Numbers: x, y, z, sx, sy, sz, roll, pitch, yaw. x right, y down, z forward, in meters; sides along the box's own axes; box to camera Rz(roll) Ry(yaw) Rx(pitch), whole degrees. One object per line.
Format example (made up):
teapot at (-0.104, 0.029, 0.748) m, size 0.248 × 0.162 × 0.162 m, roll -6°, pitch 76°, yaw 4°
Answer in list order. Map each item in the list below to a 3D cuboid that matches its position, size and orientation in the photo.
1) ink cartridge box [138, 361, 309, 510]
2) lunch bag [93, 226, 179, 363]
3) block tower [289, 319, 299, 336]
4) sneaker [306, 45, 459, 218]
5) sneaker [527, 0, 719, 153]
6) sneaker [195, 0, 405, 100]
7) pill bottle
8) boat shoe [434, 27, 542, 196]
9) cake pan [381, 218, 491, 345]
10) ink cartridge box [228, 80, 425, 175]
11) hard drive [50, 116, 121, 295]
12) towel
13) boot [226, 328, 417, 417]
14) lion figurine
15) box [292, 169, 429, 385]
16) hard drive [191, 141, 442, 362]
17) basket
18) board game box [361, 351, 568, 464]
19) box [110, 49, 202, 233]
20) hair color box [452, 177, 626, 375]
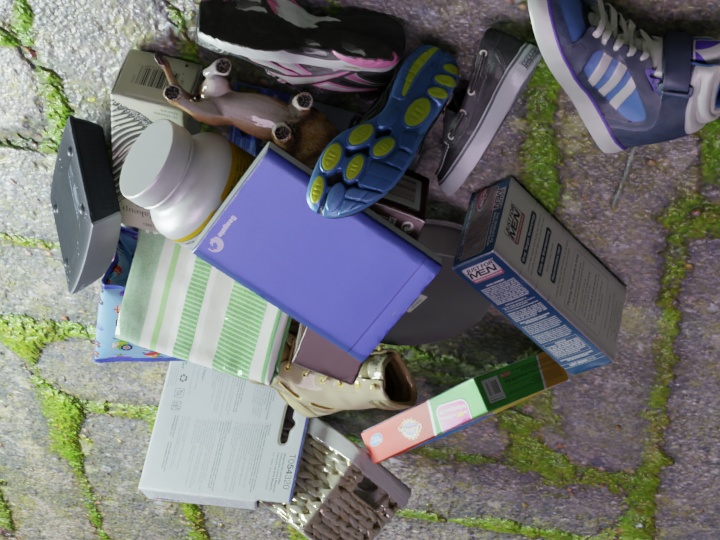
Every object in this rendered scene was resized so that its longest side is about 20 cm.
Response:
ink cartridge box at (-0.150, 0.185, 1.831) m, size 0.198 × 0.198 × 0.043 m, roll 4°, pitch 153°, yaw 17°
lunch bag at (-0.203, 0.043, 1.778) m, size 0.198 × 0.095 × 0.151 m, roll 9°, pitch 141°, yaw -7°
block tower at (-0.062, 0.007, 1.696) m, size 0.057 × 0.054 × 0.201 m, roll 17°, pitch 142°, yaw -2°
sneaker at (0.024, -0.118, 1.401) m, size 0.070 × 0.200 × 0.083 m, roll 34°, pitch 157°, yaw 7°
sneaker at (0.244, -0.196, 1.323) m, size 0.145 × 0.081 × 0.201 m, roll -18°, pitch 128°, yaw 25°
sneaker at (-0.061, -0.198, 1.423) m, size 0.198 × 0.081 × 0.087 m, roll 15°, pitch 144°, yaw 4°
pill bottle at (-0.133, -0.065, 1.502) m, size 0.199 × 0.113 × 0.112 m, roll 31°, pitch 141°, yaw -34°
boat shoe at (0.109, -0.150, 1.438) m, size 0.056 × 0.069 × 0.201 m, roll 33°, pitch 139°, yaw 3°
cake pan at (0.055, 0.019, 1.638) m, size 0.198 × 0.037 × 0.201 m, roll -3°, pitch 144°, yaw -2°
ink cartridge box at (-0.041, -0.116, 1.550) m, size 0.198 × 0.042 × 0.120 m, roll 17°, pitch 142°, yaw 2°
hard drive at (-0.293, -0.067, 1.622) m, size 0.042 × 0.136 × 0.200 m, roll -8°, pitch 161°, yaw -20°
towel at (-0.164, 0.028, 1.644) m, size 0.198 × 0.154 × 0.023 m, roll 16°, pitch -173°, yaw 19°
boot at (-0.041, 0.104, 1.692) m, size 0.154 × 0.073 × 0.200 m, roll -5°, pitch 146°, yaw 35°
lion figurine at (-0.102, -0.147, 1.453) m, size 0.199 × 0.073 × 0.123 m, roll 29°, pitch 174°, yaw 4°
box at (0.000, 0.000, 1.514) m, size 0.074 × 0.100 × 0.201 m, roll 19°, pitch 118°, yaw -5°
hard drive at (-0.041, -0.014, 1.436) m, size 0.199 × 0.025 × 0.132 m, roll 33°, pitch 115°, yaw -14°
basket at (-0.061, 0.250, 1.858) m, size 0.199 × 0.124 × 0.136 m, roll 30°, pitch 170°, yaw 43°
board game box at (0.118, 0.156, 1.749) m, size 0.199 × 0.152 × 0.041 m, roll -32°, pitch 78°, yaw 44°
box at (-0.210, -0.128, 1.571) m, size 0.081 × 0.069 × 0.201 m, roll 12°, pitch 142°, yaw 3°
hair color box at (0.187, 0.009, 1.569) m, size 0.060 × 0.101 × 0.200 m, roll -22°, pitch 128°, yaw 41°
